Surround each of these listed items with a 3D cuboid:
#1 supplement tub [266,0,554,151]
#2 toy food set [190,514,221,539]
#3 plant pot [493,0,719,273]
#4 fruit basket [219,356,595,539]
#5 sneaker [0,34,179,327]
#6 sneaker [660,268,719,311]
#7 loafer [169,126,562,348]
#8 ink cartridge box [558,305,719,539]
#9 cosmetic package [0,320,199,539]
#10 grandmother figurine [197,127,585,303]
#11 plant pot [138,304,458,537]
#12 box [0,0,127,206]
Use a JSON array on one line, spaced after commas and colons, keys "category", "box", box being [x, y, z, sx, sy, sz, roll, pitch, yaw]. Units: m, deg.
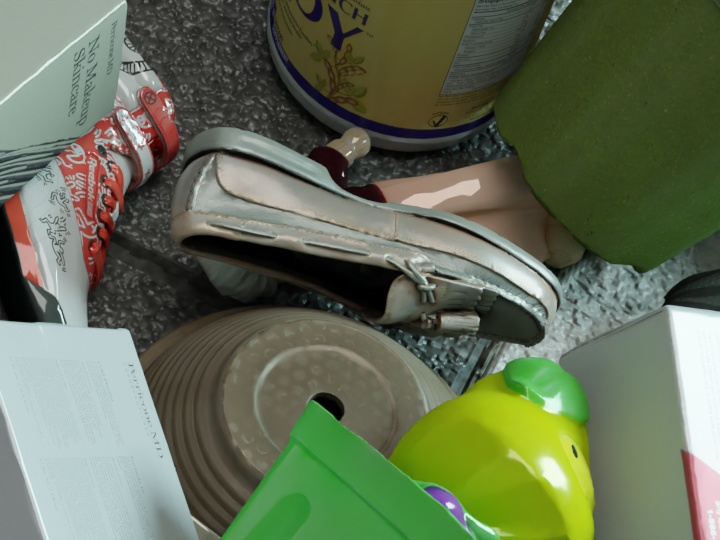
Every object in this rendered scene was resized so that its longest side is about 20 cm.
[{"category": "supplement tub", "box": [0.037, -0.173, 1.359, 0.144, 0.200, 0.146, 7, 54, -10]}, {"category": "toy food set", "box": [-0.164, 0.134, 1.166, 0.200, 0.060, 0.144, 35, 80, 6]}, {"category": "plant pot", "box": [0.172, -0.103, 1.321, 0.200, 0.190, 0.200, 39, 26, -23]}, {"category": "fruit basket", "box": [0.048, 0.133, 1.123, 0.215, 0.217, 0.155, -22, 38, -27]}, {"category": "sneaker", "box": [-0.136, -0.041, 1.305, 0.107, 0.067, 0.202, -10, 57, -18]}, {"category": "sneaker", "box": [0.173, 0.048, 1.332, 0.199, 0.084, 0.077, -22, 105, -14]}, {"category": "loafer", "box": [0.000, 0.000, 1.260, 0.199, 0.072, 0.063, 24, 54, -9]}, {"category": "ink cartridge box", "box": [0.198, 0.105, 1.215, 0.199, 0.085, 0.148, 9, 66, -37]}, {"category": "cosmetic package", "box": [-0.112, 0.122, 1.059, 0.051, 0.151, 0.201, -22, 80, 18]}, {"category": "grandmother figurine", "box": [0.009, -0.024, 1.339, 0.199, 0.061, 0.122, -10, 50, -24]}, {"category": "plant pot", "box": [-0.024, 0.088, 1.230, 0.200, 0.093, 0.202, 8, 55, -11]}, {"category": "box", "box": [-0.196, -0.065, 1.215, 0.068, 0.082, 0.200, 32, 52, 16]}]
